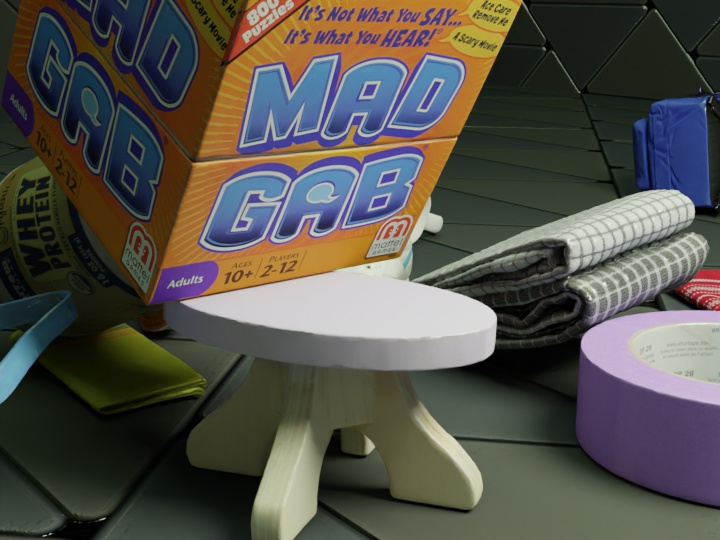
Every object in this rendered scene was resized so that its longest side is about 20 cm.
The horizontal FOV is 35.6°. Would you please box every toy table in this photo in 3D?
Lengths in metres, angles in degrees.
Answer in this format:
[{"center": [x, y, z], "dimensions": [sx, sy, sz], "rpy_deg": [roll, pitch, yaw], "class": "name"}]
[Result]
[{"center": [-0.020, 0.071, 0.666], "dimensions": [0.199, 0.118, 0.184], "rpy_deg": [9, 16, 30], "class": "toy table"}]

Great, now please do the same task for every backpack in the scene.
[{"center": [0.490, -0.175, 1.568], "dimensions": [0.199, 0.163, 0.168], "rpy_deg": [-11, 15, -35], "class": "backpack"}]

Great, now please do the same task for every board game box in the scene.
[{"center": [-0.068, -0.131, 0.678], "dimensions": [0.199, 0.200, 0.200], "rpy_deg": [-11, 47, -41], "class": "board game box"}]

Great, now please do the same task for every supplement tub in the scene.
[{"center": [-0.196, -0.030, 0.850], "dimensions": [0.200, 0.145, 0.144], "rpy_deg": [-19, -2, 42], "class": "supplement tub"}]

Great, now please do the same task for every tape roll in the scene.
[{"center": [0.242, 0.084, 0.730], "dimensions": [0.199, 0.066, 0.200], "rpy_deg": [1, 13, 0], "class": "tape roll"}]

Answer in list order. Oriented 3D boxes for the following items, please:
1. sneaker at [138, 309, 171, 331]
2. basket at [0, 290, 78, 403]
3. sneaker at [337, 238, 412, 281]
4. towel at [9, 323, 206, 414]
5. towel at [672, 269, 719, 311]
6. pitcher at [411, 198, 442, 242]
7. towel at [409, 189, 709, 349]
[{"center": [-0.160, 0.004, 1.027], "dimensions": [0.092, 0.076, 0.200], "rpy_deg": [1, 15, -15], "class": "sneaker"}, {"center": [-0.277, 0.062, 0.646], "dimensions": [0.199, 0.140, 0.176], "rpy_deg": [-9, 13, 3], "class": "basket"}, {"center": [0.000, 0.000, 1.024], "dimensions": [0.076, 0.081, 0.200], "rpy_deg": [5, 16, 11], "class": "sneaker"}, {"center": [-0.201, 0.071, 0.872], "dimensions": [0.086, 0.018, 0.200], "rpy_deg": [-14, 20, -32], "class": "towel"}, {"center": [0.389, 0.031, 1.032], "dimensions": [0.144, 0.023, 0.200], "rpy_deg": [-3, 15, -11], "class": "towel"}, {"center": [-0.009, -0.086, 1.332], "dimensions": [0.199, 0.122, 0.171], "rpy_deg": [18, 0, 22], "class": "pitcher"}, {"center": [0.152, 0.010, 0.890], "dimensions": [0.165, 0.086, 0.200], "rpy_deg": [-21, 1, -38], "class": "towel"}]
